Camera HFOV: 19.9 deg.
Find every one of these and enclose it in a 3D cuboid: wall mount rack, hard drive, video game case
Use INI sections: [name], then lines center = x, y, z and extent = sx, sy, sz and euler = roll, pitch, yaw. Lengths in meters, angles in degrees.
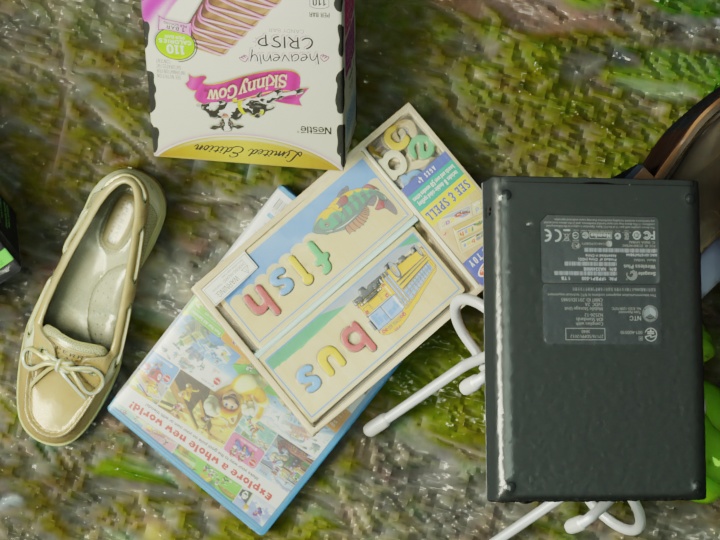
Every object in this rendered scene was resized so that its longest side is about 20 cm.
[wall mount rack]
center = 0.093, 0.119, 1.376
extent = 0.074, 0.174, 0.201
euler = -38, 93, -25
[hard drive]
center = 0.147, 0.044, 1.288
extent = 0.138, 0.033, 0.202
euler = 1, 84, -12
[video game case]
center = -0.062, 0.063, 1.435
extent = 0.143, 0.018, 0.201
euler = 39, 95, 0

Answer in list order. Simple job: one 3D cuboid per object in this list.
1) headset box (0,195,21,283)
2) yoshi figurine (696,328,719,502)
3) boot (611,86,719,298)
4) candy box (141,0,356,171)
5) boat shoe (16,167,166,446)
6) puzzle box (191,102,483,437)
[headset box]
center = -0.347, -0.033, 1.377
extent = 0.173, 0.093, 0.201
euler = -33, 118, 4
[yoshi figurine]
center = 0.181, 0.071, 1.389
extent = 0.112, 0.113, 0.200
euler = -34, 76, -31
[boot]
center = 0.236, -0.056, 1.371
extent = 0.200, 0.075, 0.097
euler = -40, 94, -14
[candy box]
center = -0.073, -0.168, 1.346
extent = 0.135, 0.061, 0.202
euler = 4, 127, 8
[boat shoe]
center = -0.190, 0.027, 1.416
extent = 0.073, 0.063, 0.202
euler = 25, 95, 1
[puzzle box]
center = 0.000, 0.000, 1.403
extent = 0.200, 0.025, 0.133
euler = -41, 90, -5
